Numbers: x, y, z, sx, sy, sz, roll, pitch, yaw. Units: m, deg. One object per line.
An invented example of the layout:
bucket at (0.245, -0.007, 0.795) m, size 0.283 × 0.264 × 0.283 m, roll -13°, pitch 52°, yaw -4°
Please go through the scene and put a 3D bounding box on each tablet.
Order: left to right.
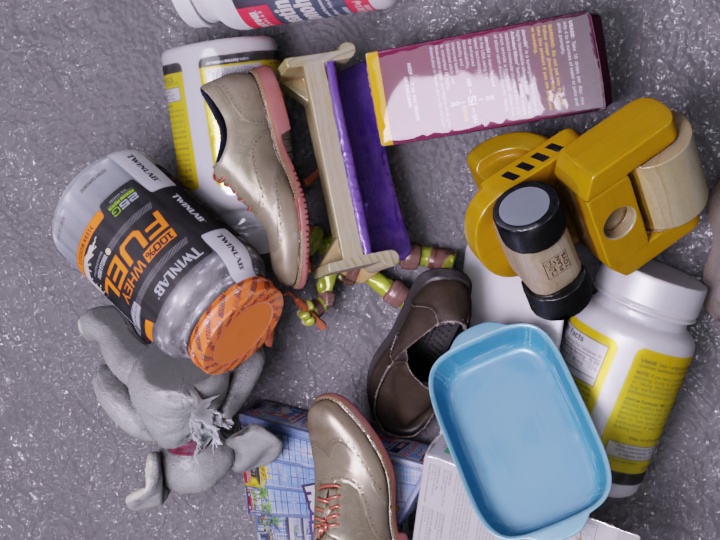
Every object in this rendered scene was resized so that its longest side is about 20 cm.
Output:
tablet at (0.130, 0.076, 1.207) m, size 0.130 × 0.014 × 0.200 m, roll 8°, pitch 89°, yaw 49°

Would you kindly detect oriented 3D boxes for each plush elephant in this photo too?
plush elephant at (-0.162, 0.136, 1.230) m, size 0.164 × 0.200 × 0.155 m, roll -10°, pitch 133°, yaw -17°

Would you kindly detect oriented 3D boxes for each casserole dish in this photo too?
casserole dish at (0.136, 0.140, 1.126) m, size 0.121 × 0.039 × 0.200 m, roll -24°, pitch 65°, yaw 5°

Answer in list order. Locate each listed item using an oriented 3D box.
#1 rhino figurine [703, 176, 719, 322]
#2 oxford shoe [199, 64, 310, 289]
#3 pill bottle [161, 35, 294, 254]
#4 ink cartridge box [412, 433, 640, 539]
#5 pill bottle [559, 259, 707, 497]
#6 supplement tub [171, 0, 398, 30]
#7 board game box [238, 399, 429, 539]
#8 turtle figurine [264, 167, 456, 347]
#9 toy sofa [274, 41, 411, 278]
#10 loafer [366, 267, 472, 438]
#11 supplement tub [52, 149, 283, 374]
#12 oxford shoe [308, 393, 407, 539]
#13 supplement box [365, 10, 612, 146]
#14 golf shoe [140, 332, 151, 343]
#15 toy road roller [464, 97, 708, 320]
rhino figurine at (0.350, -0.042, 1.161) m, size 0.087 × 0.060 × 0.200 m, roll 3°, pitch 98°, yaw 11°
oxford shoe at (-0.094, -0.077, 1.165) m, size 0.075 × 0.070 × 0.200 m, roll -13°, pitch 88°, yaw -18°
pill bottle at (-0.120, -0.115, 1.244) m, size 0.111 × 0.111 × 0.200 m, roll -5°, pitch 96°, yaw 15°
ink cartridge box at (0.145, 0.251, 1.181) m, size 0.200 × 0.050 × 0.161 m, roll 17°, pitch 121°, yaw 19°
pill bottle at (0.231, 0.091, 1.184) m, size 0.114 × 0.114 × 0.200 m, roll 22°, pitch 103°, yaw 10°
supplement tub at (-0.067, -0.294, 1.188) m, size 0.200 × 0.140 × 0.141 m, roll -6°, pitch 97°, yaw 15°
board game box at (-0.010, 0.230, 1.281) m, size 0.200 × 0.062 × 0.200 m, roll -2°, pitch 98°, yaw 24°
turtle figurine at (0.000, 0.000, 1.254) m, size 0.161 × 0.064 × 0.200 m, roll 22°, pitch 88°, yaw 0°
toy sofa at (-0.009, -0.096, 1.175) m, size 0.097 × 0.083 × 0.200 m, roll -11°, pitch 88°, yaw -13°
loafer at (0.053, 0.090, 1.218) m, size 0.073 × 0.071 × 0.200 m, roll 7°, pitch 129°, yaw -10°
supplement tub at (-0.169, -0.006, 1.169) m, size 0.200 × 0.122 × 0.123 m, roll 40°, pitch 106°, yaw 23°
oxford shoe at (-0.011, 0.211, 1.189) m, size 0.070 × 0.075 × 0.200 m, roll -21°, pitch 88°, yaw 43°
supplement box at (0.118, -0.171, 1.175) m, size 0.200 × 0.110 × 0.086 m, roll -8°, pitch 97°, yaw 16°
golf shoe at (-0.172, 0.023, 1.305) m, size 0.092 × 0.073 × 0.200 m, roll 2°, pitch 107°, yaw -3°
toy road roller at (0.180, -0.071, 1.127) m, size 0.200 × 0.146 × 0.123 m, roll -33°, pitch 133°, yaw -4°
